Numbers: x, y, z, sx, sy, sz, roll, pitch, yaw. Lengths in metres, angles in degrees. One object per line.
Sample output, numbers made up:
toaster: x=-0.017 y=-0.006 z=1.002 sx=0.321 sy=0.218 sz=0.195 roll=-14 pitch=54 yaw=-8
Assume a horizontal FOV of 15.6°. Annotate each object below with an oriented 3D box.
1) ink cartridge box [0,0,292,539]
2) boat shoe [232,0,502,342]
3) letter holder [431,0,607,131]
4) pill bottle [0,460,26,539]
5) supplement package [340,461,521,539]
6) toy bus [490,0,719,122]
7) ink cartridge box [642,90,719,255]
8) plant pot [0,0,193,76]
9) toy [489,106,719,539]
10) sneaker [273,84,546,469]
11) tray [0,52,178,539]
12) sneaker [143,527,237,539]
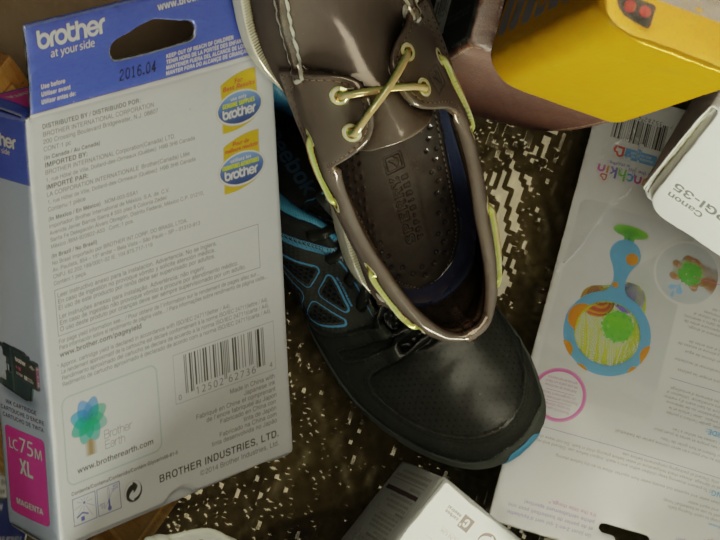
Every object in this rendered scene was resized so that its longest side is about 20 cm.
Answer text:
ink cartridge box: x=-0.084 y=-0.009 z=0.985 sx=0.119 sy=0.042 sz=0.201 roll=-20 pitch=118 yaw=-40
boat shoe: x=0.007 y=-0.060 z=0.982 sx=0.072 sy=0.060 sz=0.201 roll=-26 pitch=126 yaw=-11
letter holder: x=0.101 y=-0.111 z=1.069 sx=0.141 sy=0.200 sz=0.101 roll=15 pitch=86 yaw=-9
pill bottle: x=-0.195 y=0.142 z=1.060 sx=0.110 sy=0.111 sz=0.201 roll=8 pitch=87 yaw=-9
supplement package: x=0.005 y=0.193 z=1.090 sx=0.109 sy=0.114 sz=0.200 roll=39 pitch=85 yaw=-6
toy bus: x=0.100 y=-0.101 z=0.866 sx=0.065 sy=0.200 sz=0.079 roll=20 pitch=85 yaw=-8
ink cartridge box: x=0.231 y=-0.080 z=1.106 sx=0.146 sy=0.083 sz=0.200 roll=33 pitch=60 yaw=0
plant pot: x=-0.118 y=-0.127 z=1.057 sx=0.199 sy=0.200 sz=0.175 roll=21 pitch=105 yaw=-8
toy: x=0.133 y=0.031 z=1.141 sx=0.115 sy=0.047 sz=0.201 roll=16 pitch=77 yaw=0
sneaker: x=0.000 y=0.000 z=1.090 sx=0.073 sy=0.082 sz=0.200 roll=-40 pitch=80 yaw=-5
tray: x=-0.121 y=0.019 z=1.009 sx=0.099 sy=0.037 sz=0.200 roll=-54 pitch=135 yaw=-21
sneaker: x=-0.087 y=0.133 z=1.000 sx=0.199 sy=0.070 sz=0.081 roll=16 pitch=82 yaw=-8
